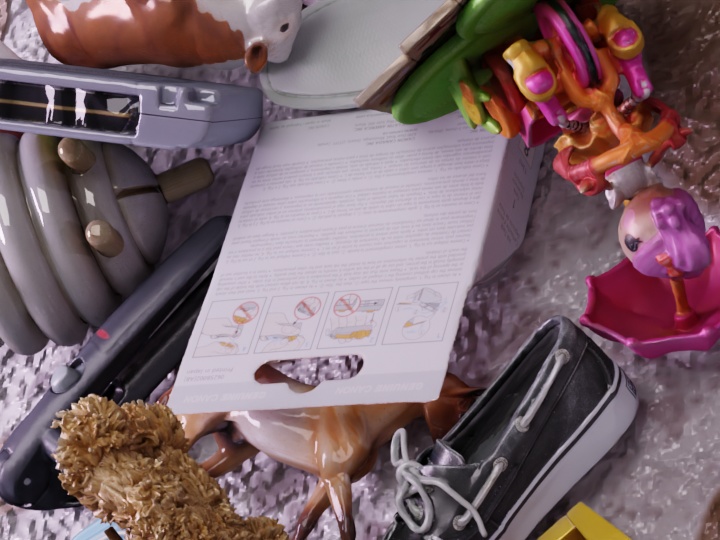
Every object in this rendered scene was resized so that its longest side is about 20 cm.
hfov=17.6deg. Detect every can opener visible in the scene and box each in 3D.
[{"bbox_3d":[-0.130,0.050,1.267,0.200,0.063,0.079,-50,49,-4],"label":"can opener"}]

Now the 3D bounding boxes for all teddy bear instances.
[{"bbox_3d":[-0.073,0.140,1.088,0.067,0.145,0.200,-34,55,12],"label":"teddy bear"}]

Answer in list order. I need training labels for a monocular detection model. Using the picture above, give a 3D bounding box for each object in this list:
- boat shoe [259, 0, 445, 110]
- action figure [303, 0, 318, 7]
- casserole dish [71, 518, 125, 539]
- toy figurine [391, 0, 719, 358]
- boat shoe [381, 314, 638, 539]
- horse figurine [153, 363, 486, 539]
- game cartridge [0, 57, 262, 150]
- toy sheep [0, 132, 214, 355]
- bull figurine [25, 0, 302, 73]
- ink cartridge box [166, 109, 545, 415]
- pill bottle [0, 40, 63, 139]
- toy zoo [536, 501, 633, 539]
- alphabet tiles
[{"bbox_3d":[0.043,-0.124,1.272,0.199,0.060,0.076,-12,68,22],"label":"boat shoe"},{"bbox_3d":[-0.111,-0.197,1.408,0.200,0.149,0.134,-12,25,47],"label":"action figure"},{"bbox_3d":[-0.110,0.208,1.147,0.121,0.039,0.200,-33,60,16],"label":"casserole dish"},{"bbox_3d":[0.126,-0.048,1.097,0.150,0.200,0.184,-32,81,-7],"label":"toy figurine"},{"bbox_3d":[0.046,0.107,1.106,0.199,0.068,0.074,-45,24,-2],"label":"boat shoe"},{"bbox_3d":[-0.046,0.095,1.196,0.199,0.050,0.133,12,76,33],"label":"horse figurine"},{"bbox_3d":[-0.160,-0.093,1.261,0.199,0.133,0.041,8,100,11],"label":"game cartridge"},{"bbox_3d":[-0.176,-0.019,1.294,0.199,0.138,0.138,-16,53,3],"label":"toy sheep"},{"bbox_3d":[-0.121,-0.158,1.293,0.200,0.122,0.065,-4,35,44],"label":"bull figurine"},{"bbox_3d":[0.000,0.000,1.211,0.162,0.057,0.201,-5,54,28],"label":"ink cartridge box"},{"bbox_3d":[-0.268,-0.049,1.381,0.200,0.112,0.112,-50,49,-5],"label":"pill bottle"},{"bbox_3d":[0.088,0.196,1.069,0.200,0.020,0.131,-42,49,2],"label":"toy zoo"},{"bbox_3d":[0.067,-0.135,1.123,0.167,0.200,0.008,-42,87,7],"label":"alphabet tiles"}]
